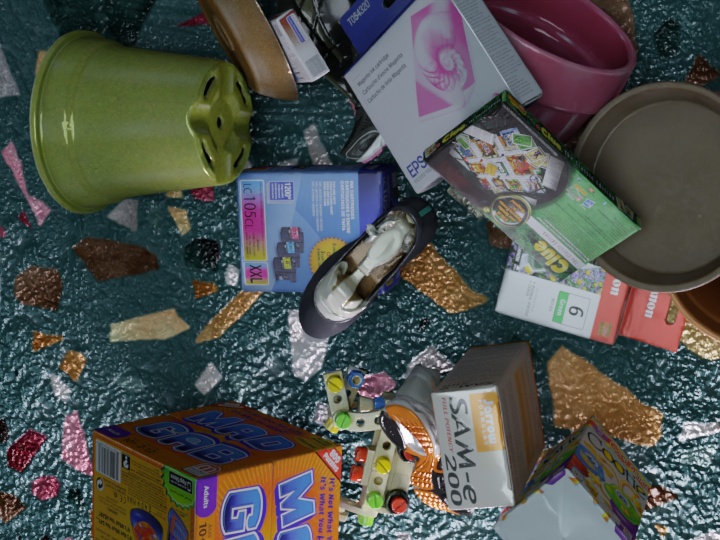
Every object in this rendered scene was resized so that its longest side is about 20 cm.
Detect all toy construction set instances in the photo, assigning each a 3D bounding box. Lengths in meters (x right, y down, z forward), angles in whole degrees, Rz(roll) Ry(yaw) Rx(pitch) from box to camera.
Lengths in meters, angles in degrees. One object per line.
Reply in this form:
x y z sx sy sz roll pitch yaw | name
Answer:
-0.003 0.210 1.687 0.130 0.092 0.202 12 113 -12 | toy construction set

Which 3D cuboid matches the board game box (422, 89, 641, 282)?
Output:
0.163 -0.076 1.410 0.104 0.024 0.200 -35 120 28 | board game box

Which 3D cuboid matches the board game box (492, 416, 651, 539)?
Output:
0.227 0.246 1.571 0.103 0.200 0.105 -42 87 18 | board game box

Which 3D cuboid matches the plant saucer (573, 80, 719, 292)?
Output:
0.295 -0.080 1.438 0.198 0.029 0.203 1 92 31 | plant saucer

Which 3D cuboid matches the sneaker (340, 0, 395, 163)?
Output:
0.021 -0.209 1.581 0.086 0.080 0.201 28 81 -8 | sneaker

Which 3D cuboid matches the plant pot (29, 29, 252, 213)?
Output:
-0.222 -0.159 1.611 0.182 0.200 0.203 3 101 24 | plant pot

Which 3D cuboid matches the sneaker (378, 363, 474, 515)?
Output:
0.092 0.186 1.637 0.075 0.092 0.201 6 138 32 | sneaker

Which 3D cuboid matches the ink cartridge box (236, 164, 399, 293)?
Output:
-0.030 -0.047 1.650 0.198 0.076 0.138 0 100 14 | ink cartridge box

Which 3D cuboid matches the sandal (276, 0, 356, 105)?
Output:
-0.022 -0.242 1.628 0.080 0.057 0.202 -37 103 0 | sandal

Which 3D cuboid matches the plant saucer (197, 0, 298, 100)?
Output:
-0.132 -0.260 1.582 0.035 0.200 0.201 -31 91 -7 | plant saucer

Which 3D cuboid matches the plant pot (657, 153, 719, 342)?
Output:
0.404 -0.032 1.501 0.198 0.140 0.202 3 101 16 | plant pot

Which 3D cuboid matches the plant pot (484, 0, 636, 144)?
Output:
0.153 -0.187 1.528 0.199 0.200 0.180 33 122 8 | plant pot

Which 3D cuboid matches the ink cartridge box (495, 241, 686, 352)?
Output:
0.253 0.016 1.600 0.198 0.050 0.110 16 103 13 | ink cartridge box

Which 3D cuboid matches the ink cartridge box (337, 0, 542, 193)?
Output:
0.061 -0.202 1.454 0.201 0.043 0.196 57 144 4 | ink cartridge box

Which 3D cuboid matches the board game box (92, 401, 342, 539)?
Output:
-0.161 0.279 1.650 0.199 0.199 0.202 15 107 46 | board game box

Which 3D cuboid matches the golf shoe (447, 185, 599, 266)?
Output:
0.177 -0.078 1.506 0.199 0.078 0.098 16 100 -33 | golf shoe

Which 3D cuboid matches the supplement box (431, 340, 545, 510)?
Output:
0.137 0.160 1.581 0.073 0.200 0.128 -7 98 17 | supplement box

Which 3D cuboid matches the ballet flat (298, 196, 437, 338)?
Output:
0.000 0.000 1.568 0.073 0.073 0.200 47 107 3 | ballet flat

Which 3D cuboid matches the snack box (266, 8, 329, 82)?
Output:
-0.078 -0.233 1.570 0.024 0.200 0.072 -34 102 -7 | snack box
